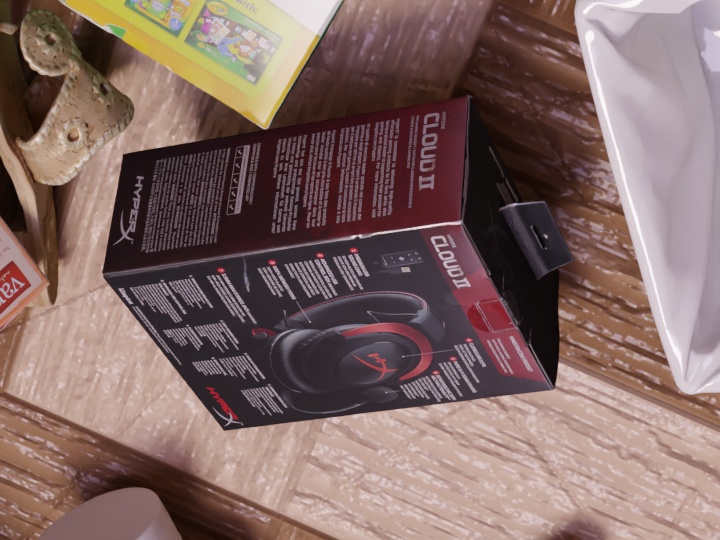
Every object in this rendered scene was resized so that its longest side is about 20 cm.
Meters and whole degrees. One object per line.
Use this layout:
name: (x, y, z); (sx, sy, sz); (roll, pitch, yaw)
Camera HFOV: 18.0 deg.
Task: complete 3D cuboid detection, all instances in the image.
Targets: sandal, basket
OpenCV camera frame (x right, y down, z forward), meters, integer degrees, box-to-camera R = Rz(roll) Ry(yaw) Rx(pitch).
sandal: (-0.145, -0.071, 1.122); (0.069, 0.078, 0.213); (-1, 131, 0)
basket: (0.187, -0.066, 1.001); (0.135, 0.124, 0.201); (-9, 115, 20)

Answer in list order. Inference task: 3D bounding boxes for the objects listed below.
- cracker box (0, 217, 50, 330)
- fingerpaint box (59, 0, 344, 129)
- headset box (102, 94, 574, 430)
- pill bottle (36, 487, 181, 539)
cracker box: (-0.259, -0.044, 1.136); (0.200, 0.058, 0.134); (53, 146, -12)
fingerpaint box: (-0.082, -0.191, 1.032); (0.199, 0.073, 0.167); (31, 123, -4)
headset box: (0.000, 0.000, 1.086); (0.198, 0.075, 0.149); (-8, 144, 20)
pill bottle: (-0.103, 0.223, 1.251); (0.111, 0.112, 0.201); (-17, 113, 23)
